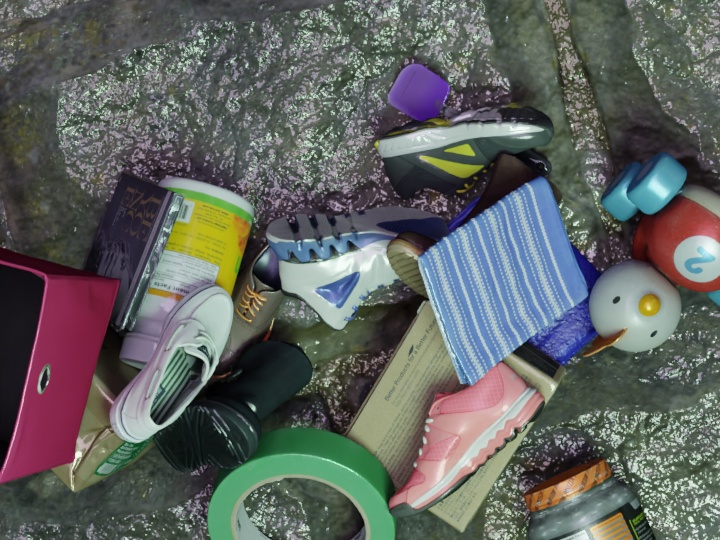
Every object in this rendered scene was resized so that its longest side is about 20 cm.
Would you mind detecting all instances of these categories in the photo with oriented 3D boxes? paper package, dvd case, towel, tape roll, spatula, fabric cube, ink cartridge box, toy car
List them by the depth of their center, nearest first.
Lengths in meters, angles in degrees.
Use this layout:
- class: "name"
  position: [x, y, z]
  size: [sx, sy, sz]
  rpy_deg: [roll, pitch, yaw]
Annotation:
- class: "fabric cube"
  position: [-0.365, 0.076, 1.369]
  size: [0.199, 0.199, 0.197]
  rpy_deg: [14, 90, 9]
- class: "towel"
  position: [0.147, 0.007, 1.463]
  size: [0.200, 0.024, 0.145]
  rpy_deg: [-33, 110, -36]
- class: "toy car"
  position: [0.302, 0.017, 1.495]
  size: [0.184, 0.177, 0.200]
  rpy_deg: [39, 84, -4]
- class: "tape roll"
  position: [-0.061, 0.259, 1.549]
  size: [0.199, 0.048, 0.201]
  rpy_deg: [3, 122, 5]
- class: "ink cartridge box"
  position: [0.096, 0.147, 1.550]
  size: [0.164, 0.075, 0.200]
  rpy_deg: [34, 109, 8]
- class: "paper package"
  position: [-0.301, 0.127, 1.559]
  size: [0.191, 0.200, 0.104]
  rpy_deg: [44, 94, 6]
- class: "dvd case"
  position: [-0.252, -0.025, 1.573]
  size: [0.016, 0.200, 0.149]
  rpy_deg: [22, 90, -27]
- class: "towel"
  position: [0.170, 0.014, 1.584]
  size: [0.148, 0.050, 0.200]
  rpy_deg: [-44, 83, 4]
- class: "spatula"
  position: [0.124, -0.161, 1.611]
  size: [0.199, 0.021, 0.057]
  rpy_deg: [30, 107, 4]

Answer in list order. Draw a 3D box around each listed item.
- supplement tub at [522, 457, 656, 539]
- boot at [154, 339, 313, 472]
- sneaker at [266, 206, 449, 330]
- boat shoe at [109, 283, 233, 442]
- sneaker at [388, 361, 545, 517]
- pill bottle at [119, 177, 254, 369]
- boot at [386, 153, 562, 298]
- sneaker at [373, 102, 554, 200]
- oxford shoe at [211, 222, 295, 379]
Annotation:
- class: "supplement tub"
  position: [0.254, 0.306, 1.524]
  size: [0.122, 0.123, 0.201]
  rpy_deg: [-24, 84, 5]
- class: "boot"
  position: [-0.114, 0.130, 1.517]
  size: [0.168, 0.200, 0.077]
  rpy_deg: [-41, 97, -30]
- class: "sneaker"
  position: [-0.001, 0.000, 1.562]
  size: [0.198, 0.081, 0.116]
  rpy_deg: [-2, 119, -5]
- class: "boat shoe"
  position: [-0.171, 0.092, 1.466]
  size: [0.074, 0.067, 0.200]
  rpy_deg: [48, 52, -27]
- class: "sneaker"
  position: [0.094, 0.169, 1.489]
  size: [0.200, 0.074, 0.087]
  rpy_deg: [-44, 78, 12]
- class: "pill bottle"
  position: [-0.192, 0.011, 1.579]
  size: [0.111, 0.111, 0.201]
  rpy_deg: [14, 78, 7]
- class: "boot"
  position: [0.119, -0.045, 1.504]
  size: [0.200, 0.072, 0.167]
  rpy_deg: [28, 69, -34]
- class: "sneaker"
  position: [0.116, -0.126, 1.580]
  size: [0.199, 0.074, 0.085]
  rpy_deg: [-6, 111, 25]
- class: "oxford shoe"
  position: [-0.120, 0.030, 1.605]
  size: [0.071, 0.073, 0.200]
  rpy_deg: [32, 92, 7]
